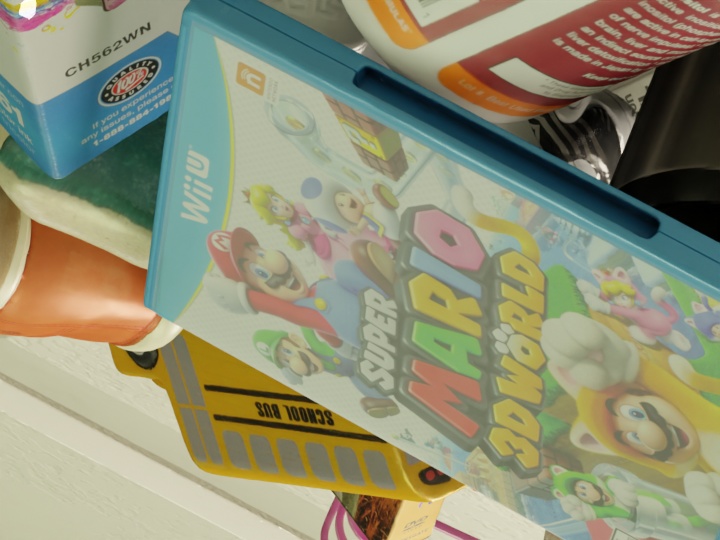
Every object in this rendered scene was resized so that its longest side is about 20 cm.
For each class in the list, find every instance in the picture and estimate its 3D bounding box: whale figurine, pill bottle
[{"bbox_3d":[-0.071,-0.064,1.017,0.159,0.104,0.200,25,-165,-4],"label":"whale figurine"},{"bbox_3d":[0.092,-0.120,0.787,0.113,0.113,0.200,35,143,-32],"label":"pill bottle"}]

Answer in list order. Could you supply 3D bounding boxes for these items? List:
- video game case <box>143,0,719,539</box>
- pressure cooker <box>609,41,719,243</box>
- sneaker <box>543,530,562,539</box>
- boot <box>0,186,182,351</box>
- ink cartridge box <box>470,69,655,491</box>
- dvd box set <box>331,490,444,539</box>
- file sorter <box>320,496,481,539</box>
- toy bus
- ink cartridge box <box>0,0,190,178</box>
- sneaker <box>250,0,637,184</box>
[{"bbox_3d":[0.029,0.011,0.857,0.200,0.018,0.143,29,144,12],"label":"video game case"},{"bbox_3d":[0.160,-0.015,0.897,0.178,0.200,0.176,27,159,-12],"label":"pressure cooker"},{"bbox_3d":[0.171,0.113,1.162,0.114,0.073,0.200,36,148,-32],"label":"sneaker"},{"bbox_3d":[-0.138,-0.005,1.121,0.107,0.075,0.200,13,-178,-29],"label":"boot"},{"bbox_3d":[0.092,0.000,1.116,0.200,0.084,0.145,-15,100,64],"label":"ink cartridge box"},{"bbox_3d":[0.000,0.000,1.143,0.146,0.029,0.200,52,147,25],"label":"dvd box set"},{"bbox_3d":[0.070,0.107,1.498,0.139,0.126,0.200,25,163,-3],"label":"file sorter"},{"bbox_3d":[-0.020,0.037,1.104,0.200,0.065,0.078,0,112,58],"label":"toy bus"},{"bbox_3d":[-0.067,-0.138,0.859,0.085,0.144,0.200,49,163,25],"label":"ink cartridge box"},{"bbox_3d":[0.013,-0.024,0.916,0.075,0.115,0.200,21,180,36],"label":"sneaker"}]
